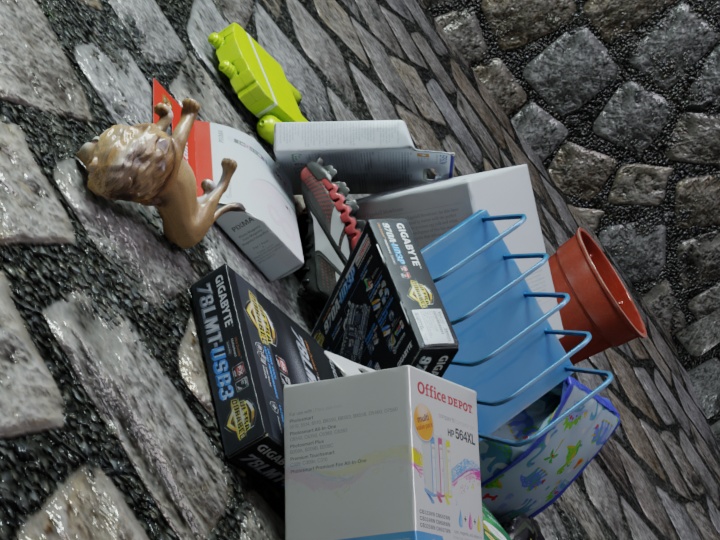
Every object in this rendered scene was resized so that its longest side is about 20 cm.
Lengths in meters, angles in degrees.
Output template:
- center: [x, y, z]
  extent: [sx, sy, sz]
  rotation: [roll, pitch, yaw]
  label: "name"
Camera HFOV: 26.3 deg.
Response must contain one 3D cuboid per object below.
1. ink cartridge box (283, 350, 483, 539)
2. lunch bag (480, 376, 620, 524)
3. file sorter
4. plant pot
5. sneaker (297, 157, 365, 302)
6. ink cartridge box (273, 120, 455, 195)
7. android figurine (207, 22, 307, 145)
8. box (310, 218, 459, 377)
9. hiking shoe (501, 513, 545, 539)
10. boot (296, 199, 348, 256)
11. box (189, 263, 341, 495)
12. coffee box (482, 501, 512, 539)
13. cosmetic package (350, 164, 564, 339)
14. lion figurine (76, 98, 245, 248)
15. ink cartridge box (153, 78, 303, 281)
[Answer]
- center: [0.020, 0.170, 1.294]
  extent: [0.128, 0.125, 0.201]
  rotation: [25, 58, -56]
  label: "ink cartridge box"
- center: [0.187, 0.195, 1.767]
  extent: [0.170, 0.200, 0.128]
  rotation: [32, 28, -57]
  label: "lunch bag"
- center: [0.141, 0.057, 1.543]
  extent: [0.201, 0.138, 0.123]
  rotation: [60, -19, -10]
  label: "file sorter"
- center: [0.317, 0.068, 2.437]
  extent: [0.201, 0.195, 0.201]
  rotation: [51, 17, -22]
  label: "plant pot"
- center: [-0.034, -0.018, 1.664]
  extent: [0.071, 0.097, 0.201]
  rotation: [-175, -117, -89]
  label: "sneaker"
- center: [0.008, -0.126, 1.756]
  extent: [0.200, 0.199, 0.041]
  rotation: [83, 8, -79]
  label: "ink cartridge box"
- center: [-0.125, -0.231, 1.923]
  extent: [0.200, 0.041, 0.183]
  rotation: [35, 28, -57]
  label: "android figurine"
- center: [0.016, 0.074, 1.504]
  extent: [0.046, 0.200, 0.159]
  rotation: [0, 49, -27]
  label: "box"
- center: [0.186, 0.332, 1.730]
  extent: [0.101, 0.076, 0.200]
  rotation: [59, 14, 15]
  label: "hiking shoe"
- center: [0.000, 0.000, 1.798]
  extent: [0.201, 0.076, 0.155]
  rotation: [61, 17, 1]
  label: "boot"
- center: [-0.067, 0.120, 1.407]
  extent: [0.198, 0.050, 0.201]
  rotation: [41, 23, -45]
  label: "box"
- center: [0.104, 0.258, 1.583]
  extent: [0.123, 0.044, 0.200]
  rotation: [41, 7, -41]
  label: "coffee box"
- center: [0.096, 0.001, 1.712]
  extent: [0.123, 0.199, 0.201]
  rotation: [-21, 100, -48]
  label: "cosmetic package"
- center: [-0.172, -0.074, 1.403]
  extent: [0.200, 0.072, 0.123]
  rotation: [53, 48, -43]
  label: "lion figurine"
- center: [-0.138, -0.104, 1.622]
  extent: [0.200, 0.057, 0.163]
  rotation: [53, 15, -34]
  label: "ink cartridge box"
